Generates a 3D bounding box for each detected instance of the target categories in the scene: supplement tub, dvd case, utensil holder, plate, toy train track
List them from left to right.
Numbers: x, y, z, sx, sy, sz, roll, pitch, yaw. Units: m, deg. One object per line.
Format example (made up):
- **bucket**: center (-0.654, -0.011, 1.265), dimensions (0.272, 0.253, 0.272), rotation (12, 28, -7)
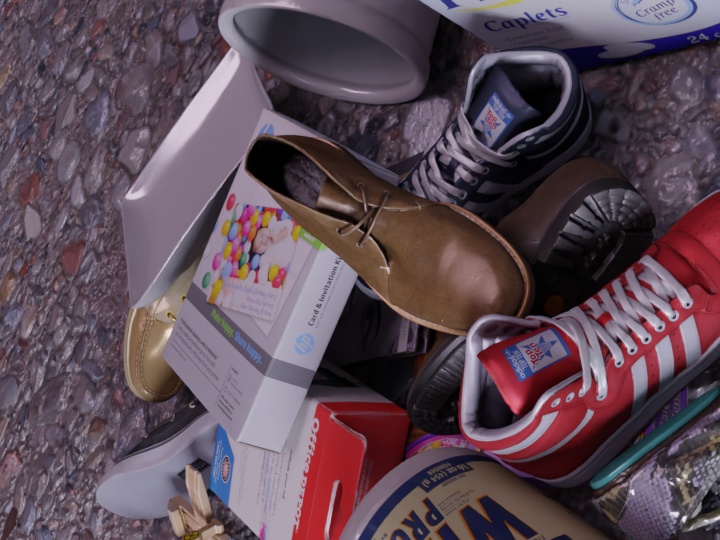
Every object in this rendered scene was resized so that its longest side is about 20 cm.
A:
- **plate**: center (-0.134, -0.084, 1.041), dimensions (0.201, 0.032, 0.200), rotation (-52, 27, 16)
- **toy train track**: center (-0.104, 0.216, 0.911), dimensions (0.199, 0.032, 0.116), rotation (19, 127, 55)
- **utensil holder**: center (-0.005, -0.258, 0.965), dimensions (0.169, 0.169, 0.203), rotation (2, 72, 49)
- **dvd case**: center (0.000, 0.000, 0.928), dimensions (0.199, 0.016, 0.151), rotation (-18, 60, 57)
- **supplement tub**: center (0.088, 0.200, 0.666), dimensions (0.199, 0.144, 0.147), rotation (29, 95, 48)

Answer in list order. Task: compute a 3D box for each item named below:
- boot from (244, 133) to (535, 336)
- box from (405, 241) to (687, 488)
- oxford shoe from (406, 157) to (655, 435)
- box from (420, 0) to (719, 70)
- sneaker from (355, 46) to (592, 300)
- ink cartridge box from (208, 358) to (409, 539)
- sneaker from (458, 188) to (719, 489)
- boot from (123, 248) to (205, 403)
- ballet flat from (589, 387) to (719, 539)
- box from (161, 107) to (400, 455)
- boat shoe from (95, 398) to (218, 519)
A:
- **boot**: center (0.010, -0.022, 0.715), dimensions (0.199, 0.075, 0.074), rotation (33, 98, 29)
- **box**: center (0.114, 0.067, 0.781), dimensions (0.198, 0.039, 0.139), rotation (-13, 64, 45)
- **oxford shoe**: center (0.096, 0.018, 0.751), dimensions (0.201, 0.072, 0.085), rotation (-50, 26, 17)
- **box**: center (0.130, -0.216, 0.763), dimensions (0.182, 0.198, 0.107), rotation (-6, 70, 47)
- **sneaker**: center (0.065, -0.066, 0.793), dimensions (0.199, 0.109, 0.070), rotation (-40, 73, -1)
- **ink cartridge box**: center (-0.031, 0.135, 0.862), dimensions (0.199, 0.066, 0.118), rotation (27, 109, 56)
- **sneaker**: center (0.132, 0.029, 0.659), dimensions (0.201, 0.112, 0.071), rotation (-54, 45, 13)
- **boot**: center (-0.124, 0.024, 1.040), dimensions (0.155, 0.072, 0.203), rotation (9, 74, 57)
- **ballet flat**: center (0.212, 0.073, 0.647), dimensions (0.200, 0.072, 0.072), rotation (-44, 43, 4)
- **box**: center (-0.061, 0.002, 0.856), dimensions (0.156, 0.041, 0.202), rotation (35, 102, 56)
- **boat shoe**: center (-0.147, 0.151, 1.031), dimensions (0.199, 0.068, 0.057), rotation (-32, 32, 34)
